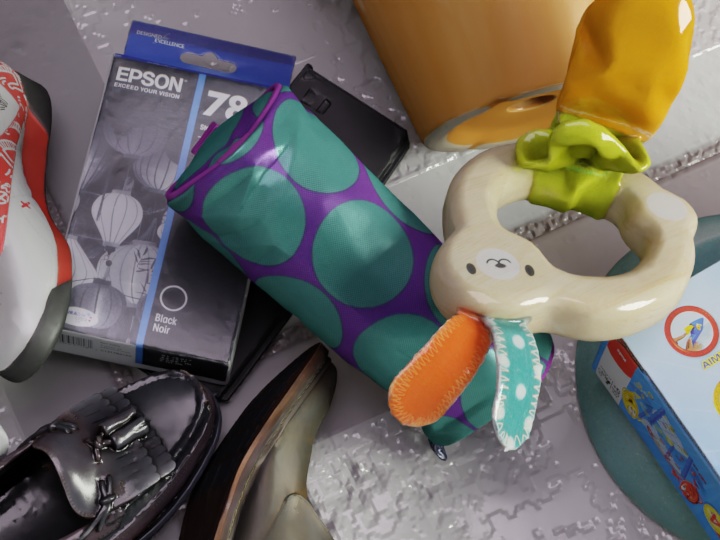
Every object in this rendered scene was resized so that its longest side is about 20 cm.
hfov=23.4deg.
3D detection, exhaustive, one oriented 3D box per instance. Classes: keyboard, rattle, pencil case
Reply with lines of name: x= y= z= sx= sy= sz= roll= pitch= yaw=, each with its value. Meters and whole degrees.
keyboard: x=-0.073 y=-0.032 z=0.947 sx=0.127 sy=0.021 sz=0.200 roll=33 pitch=67 yaw=6
rattle: x=0.092 y=-0.027 z=0.790 sx=0.130 sy=0.143 sz=0.200 roll=46 pitch=45 yaw=10
pencil case: x=0.000 y=0.000 z=0.865 sx=0.200 sy=0.092 sz=0.085 roll=43 pitch=91 yaw=-13

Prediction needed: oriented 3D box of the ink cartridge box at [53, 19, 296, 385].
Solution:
ink cartridge box: x=-0.097 y=-0.046 z=0.918 sx=0.099 sy=0.039 sz=0.201 roll=11 pitch=66 yaw=-2

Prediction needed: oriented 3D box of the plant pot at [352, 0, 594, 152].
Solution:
plant pot: x=0.071 y=-0.169 z=0.936 sx=0.199 sy=0.200 sz=0.185 roll=-12 pitch=81 yaw=-9

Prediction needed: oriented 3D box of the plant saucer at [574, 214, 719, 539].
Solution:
plant saucer: x=0.214 y=0.052 z=0.913 sx=0.198 sy=0.036 sz=0.201 roll=1 pitch=64 yaw=-2

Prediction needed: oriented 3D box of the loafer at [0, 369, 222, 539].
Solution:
loafer: x=-0.151 y=0.115 z=0.840 sx=0.200 sy=0.063 sz=0.072 roll=-38 pitch=64 yaw=-14

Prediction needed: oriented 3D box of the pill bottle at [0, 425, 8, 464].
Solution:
pill bottle: x=-0.262 y=0.030 z=0.854 sx=0.112 sy=0.113 sz=0.200 roll=-34 pitch=71 yaw=-17

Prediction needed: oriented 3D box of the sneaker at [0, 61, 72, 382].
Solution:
sneaker: x=-0.208 y=-0.039 z=0.873 sx=0.108 sy=0.067 sz=0.202 roll=26 pitch=37 yaw=-37

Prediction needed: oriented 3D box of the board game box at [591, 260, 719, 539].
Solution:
board game box: x=0.251 y=0.070 z=0.857 sx=0.199 sy=0.056 sz=0.196 roll=-27 pitch=69 yaw=-15

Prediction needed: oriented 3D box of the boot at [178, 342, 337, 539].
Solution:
boot: x=-0.039 y=0.136 z=0.856 sx=0.097 sy=0.075 sz=0.201 roll=37 pitch=59 yaw=-12
